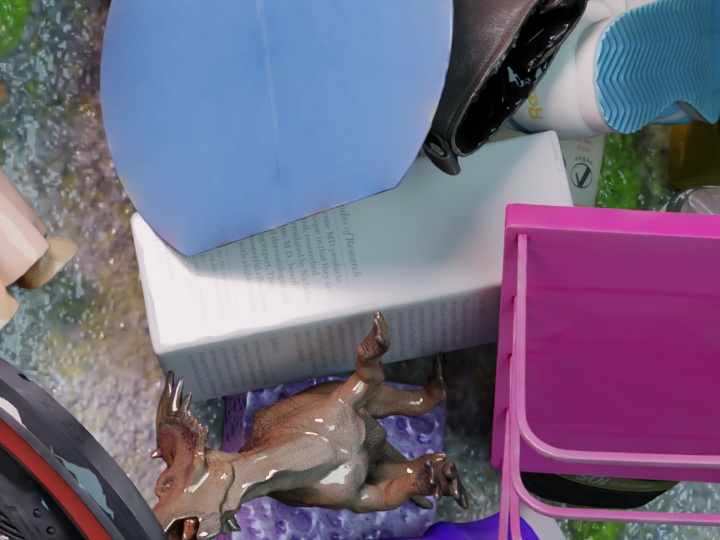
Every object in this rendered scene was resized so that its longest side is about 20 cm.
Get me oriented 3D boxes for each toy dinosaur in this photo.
[{"bbox_3d":[-0.029,0.083,1.230,0.135,0.200,0.086,-15,79,14],"label":"toy dinosaur"}]

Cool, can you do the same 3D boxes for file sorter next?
[{"bbox_3d":[0.128,0.082,1.177,0.138,0.200,0.126,3,55,3],"label":"file sorter"}]

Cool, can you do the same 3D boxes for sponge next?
[{"bbox_3d":[-0.020,0.152,1.304,0.111,0.030,0.201,9,82,-25],"label":"sponge"}]

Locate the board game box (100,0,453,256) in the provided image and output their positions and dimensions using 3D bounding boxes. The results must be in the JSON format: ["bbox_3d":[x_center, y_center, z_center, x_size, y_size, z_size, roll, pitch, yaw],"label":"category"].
[{"bbox_3d":[-0.029,-0.094,1.178,0.039,0.199,0.159,11,67,-51],"label":"board game box"}]

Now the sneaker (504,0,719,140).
[{"bbox_3d":[0.122,-0.105,1.282,0.200,0.080,0.077,-11,102,-61],"label":"sneaker"}]

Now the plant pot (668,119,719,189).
[{"bbox_3d":[0.269,-0.107,1.384,0.176,0.200,0.201,7,83,-16],"label":"plant pot"}]

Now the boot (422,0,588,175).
[{"bbox_3d":[0.036,-0.142,1.223,0.200,0.174,0.069,-61,141,-14],"label":"boot"}]

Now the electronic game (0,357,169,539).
[{"bbox_3d":[-0.148,0.103,1.149,0.042,0.200,0.200,-43,104,-25],"label":"electronic game"}]

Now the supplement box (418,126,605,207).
[{"bbox_3d":[0.063,-0.126,1.341,0.126,0.073,0.201,13,80,-26],"label":"supplement box"}]

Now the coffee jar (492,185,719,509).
[{"bbox_3d":[0.148,0.044,1.305,0.104,0.200,0.086,8,57,-24],"label":"coffee jar"}]

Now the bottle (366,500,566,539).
[{"bbox_3d":[0.010,0.171,1.265,0.200,0.065,0.084,-26,99,-26],"label":"bottle"}]

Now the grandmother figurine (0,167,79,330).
[{"bbox_3d":[-0.214,-0.067,1.213,0.200,0.060,0.121,50,59,-17],"label":"grandmother figurine"}]

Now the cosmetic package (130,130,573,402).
[{"bbox_3d":[0.000,0.000,1.240,0.199,0.101,0.072,-11,74,-2],"label":"cosmetic package"}]
